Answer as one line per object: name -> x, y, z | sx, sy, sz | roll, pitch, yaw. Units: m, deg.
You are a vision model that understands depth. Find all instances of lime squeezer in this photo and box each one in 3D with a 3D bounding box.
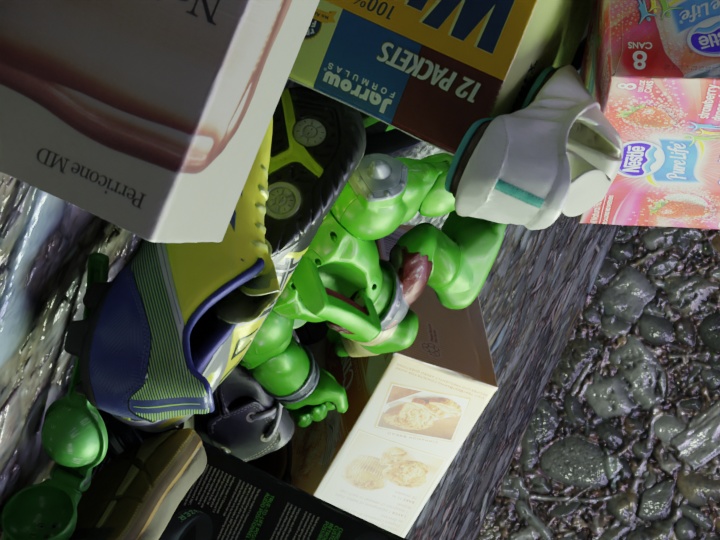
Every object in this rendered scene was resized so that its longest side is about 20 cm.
lime squeezer -> -0.152, 0.090, 1.167 | 0.071, 0.038, 0.201 | 30, 84, -47

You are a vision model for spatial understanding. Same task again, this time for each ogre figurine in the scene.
ogre figurine -> 0.000, 0.000, 1.320 | 0.120, 0.199, 0.099 | 19, 52, -49

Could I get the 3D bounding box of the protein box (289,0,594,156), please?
protein box -> 0.056, -0.183, 1.289 | 0.199, 0.134, 0.200 | -68, 170, 15

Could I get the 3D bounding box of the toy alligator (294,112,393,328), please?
toy alligator -> -0.014, -0.065, 1.437 | 0.054, 0.059, 0.201 | 28, 85, -39

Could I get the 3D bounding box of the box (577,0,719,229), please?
box -> 0.172, -0.102, 1.335 | 0.200, 0.102, 0.095 | 92, 1, -69

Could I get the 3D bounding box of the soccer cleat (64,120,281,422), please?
soccer cleat -> -0.068, -0.009, 1.153 | 0.065, 0.083, 0.201 | 80, 24, -47

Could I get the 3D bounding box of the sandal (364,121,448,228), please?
sandal -> 0.016, -0.059, 1.388 | 0.199, 0.043, 0.076 | -9, 134, -29

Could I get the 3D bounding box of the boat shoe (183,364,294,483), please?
boat shoe -> -0.066, 0.071, 1.436 | 0.072, 0.067, 0.200 | -58, 165, -30

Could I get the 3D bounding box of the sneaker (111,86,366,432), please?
sneaker -> -0.069, -0.008, 1.249 | 0.200, 0.075, 0.076 | -53, 168, -12

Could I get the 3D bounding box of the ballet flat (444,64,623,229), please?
ballet flat -> 0.095, -0.054, 1.223 | 0.070, 0.069, 0.200 | -69, 169, 18

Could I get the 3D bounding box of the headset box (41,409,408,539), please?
headset box -> -0.052, 0.157, 1.327 | 0.093, 0.199, 0.174 | -64, 169, -5

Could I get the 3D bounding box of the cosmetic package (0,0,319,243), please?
cosmetic package -> -0.068, -0.120, 0.911 | 0.087, 0.103, 0.201 | -7, 119, -76

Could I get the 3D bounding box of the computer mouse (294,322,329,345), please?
computer mouse -> -0.007, -0.057, 1.527 | 0.201, 0.046, 0.140 | -63, -170, 9

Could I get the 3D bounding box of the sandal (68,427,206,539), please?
sandal -> -0.133, 0.157, 1.193 | 0.200, 0.080, 0.054 | -50, 118, -34

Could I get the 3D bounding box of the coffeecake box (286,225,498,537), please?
coffeecake box -> 0.001, 0.091, 1.542 | 0.200, 0.073, 0.154 | -61, -159, 29

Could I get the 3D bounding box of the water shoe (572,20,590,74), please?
water shoe -> 0.109, -0.158, 1.434 | 0.200, 0.079, 0.071 | -45, 162, 25
